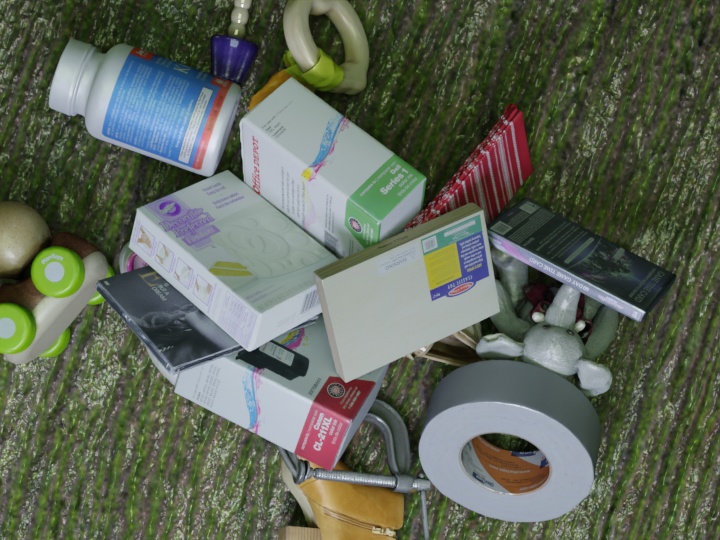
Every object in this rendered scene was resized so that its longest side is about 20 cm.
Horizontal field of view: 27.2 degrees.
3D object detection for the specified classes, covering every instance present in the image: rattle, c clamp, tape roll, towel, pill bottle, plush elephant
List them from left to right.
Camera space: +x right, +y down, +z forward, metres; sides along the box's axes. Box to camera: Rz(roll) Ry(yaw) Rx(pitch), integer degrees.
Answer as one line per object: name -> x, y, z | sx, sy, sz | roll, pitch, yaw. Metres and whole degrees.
pill bottle -> -0.243, -0.189, 1.676 | 0.199, 0.112, 0.113 | 19, 91, -4
rattle -> -0.070, -0.285, 1.722 | 0.129, 0.143, 0.201 | -6, 75, -34
c clamp -> -0.008, 0.211, 1.676 | 0.199, 0.027, 0.172 | 14, 54, -20
towel -> 0.124, -0.080, 1.669 | 0.022, 0.145, 0.200 | 34, 75, 25
tape roll -> 0.167, 0.193, 1.669 | 0.199, 0.066, 0.201 | 10, 133, 11
plush elephant -> 0.217, 0.065, 1.680 | 0.164, 0.155, 0.201 | 15, 91, -3

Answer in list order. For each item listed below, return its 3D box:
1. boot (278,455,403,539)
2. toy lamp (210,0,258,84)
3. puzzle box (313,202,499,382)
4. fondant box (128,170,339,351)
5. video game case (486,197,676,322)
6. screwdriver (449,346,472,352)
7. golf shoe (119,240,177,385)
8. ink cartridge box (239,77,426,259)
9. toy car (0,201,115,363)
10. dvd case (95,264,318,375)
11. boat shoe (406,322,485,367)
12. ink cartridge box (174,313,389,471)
boot -> -0.018, 0.247, 1.730 | 0.143, 0.071, 0.203 | 8, 79, -18
toy lamp -> -0.133, -0.315, 1.704 | 0.058, 0.058, 0.202 | 11, 92, -3
puzzle box -> 0.053, 0.023, 1.592 | 0.199, 0.025, 0.134 | -23, 121, -18
fondant box -> -0.135, -0.015, 1.636 | 0.200, 0.144, 0.059 | 38, 132, 24
video game case -> 0.245, -0.015, 1.662 | 0.199, 0.143, 0.019 | 29, 116, 15
screwdriver -> 0.056, 0.090, 1.743 | 0.198, 0.028, 0.029 | 10, 121, -6
golf shoe -> -0.222, 0.058, 1.696 | 0.075, 0.092, 0.201 | -27, 94, -3
ink cartridge box -> -0.032, -0.096, 1.636 | 0.200, 0.145, 0.084 | 38, 66, 18
toy car -> -0.396, -0.012, 1.659 | 0.200, 0.164, 0.158 | 42, 90, 7
dvd case -> -0.165, 0.034, 1.623 | 0.149, 0.199, 0.016 | 44, 133, 30
boat shoe -> 0.064, 0.062, 1.666 | 0.199, 0.065, 0.071 | 14, 134, -34
ink cartridge box -> -0.084, 0.111, 1.646 | 0.199, 0.146, 0.083 | 26, 127, 7
